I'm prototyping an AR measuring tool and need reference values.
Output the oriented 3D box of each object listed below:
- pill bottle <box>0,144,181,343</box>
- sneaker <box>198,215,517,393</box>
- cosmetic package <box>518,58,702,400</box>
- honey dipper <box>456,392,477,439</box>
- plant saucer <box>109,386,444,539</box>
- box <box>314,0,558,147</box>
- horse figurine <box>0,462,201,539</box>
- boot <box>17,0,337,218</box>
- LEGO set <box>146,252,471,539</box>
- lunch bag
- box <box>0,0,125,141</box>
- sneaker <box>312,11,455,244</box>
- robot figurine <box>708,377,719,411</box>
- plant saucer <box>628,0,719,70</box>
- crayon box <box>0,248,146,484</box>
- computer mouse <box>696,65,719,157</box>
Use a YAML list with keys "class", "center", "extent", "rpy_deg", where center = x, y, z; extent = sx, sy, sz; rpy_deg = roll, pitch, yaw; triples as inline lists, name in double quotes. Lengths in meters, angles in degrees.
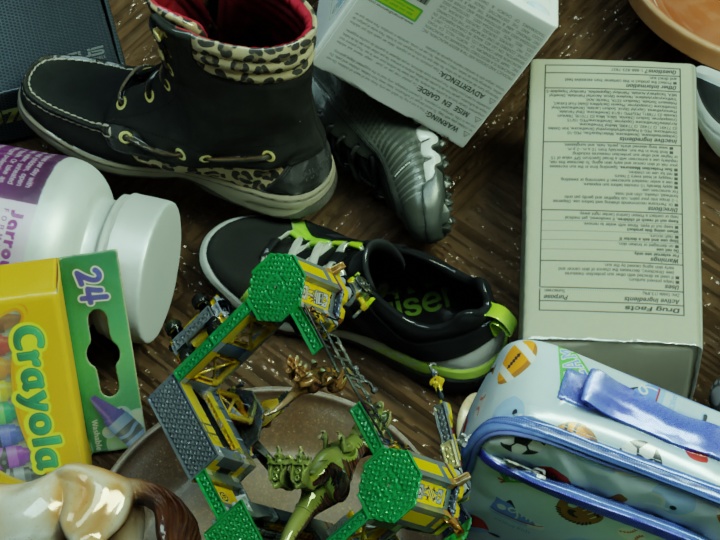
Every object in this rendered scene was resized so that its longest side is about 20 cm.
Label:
- class: "pill bottle"
  center: [-0.209, -0.016, 1.430]
  extent: [0.199, 0.113, 0.113]
  rpy_deg: [10, 56, 10]
- class: "sneaker"
  center: [0.000, 0.000, 1.427]
  extent: [0.199, 0.083, 0.072]
  rpy_deg: [19, 58, 15]
- class: "cosmetic package"
  center: [0.142, -0.018, 1.430]
  extent: [0.103, 0.087, 0.201]
  rpy_deg: [4, 54, 3]
- class: "honey dipper"
  center: [0.145, 0.093, 1.340]
  extent: [0.199, 0.038, 0.038]
  rpy_deg: [5, 52, 33]
- class: "plant saucer"
  center: [-0.050, 0.156, 1.349]
  extent: [0.199, 0.037, 0.201]
  rpy_deg: [-1, 56, 2]
- class: "box"
  center: [0.047, -0.187, 1.489]
  extent: [0.112, 0.101, 0.201]
  rpy_deg: [28, 35, -16]
- class: "horse figurine"
  center: [-0.170, 0.147, 1.313]
  extent: [0.199, 0.050, 0.133]
  rpy_deg: [-8, 60, 3]
- class: "boot"
  center: [-0.107, -0.114, 1.424]
  extent: [0.199, 0.151, 0.073]
  rpy_deg: [21, 57, 13]
- class: "LEGO set"
  center: [-0.012, 0.097, 1.286]
  extent: [0.154, 0.116, 0.200]
  rpy_deg: [-50, 54, 14]
- class: "lunch bag"
  center: [0.137, 0.116, 1.280]
  extent: [0.199, 0.161, 0.076]
  rpy_deg: [20, 58, 0]
- class: "box"
  center: [-0.256, -0.150, 1.563]
  extent: [0.199, 0.051, 0.158]
  rpy_deg: [-13, 55, -7]
- class: "sneaker"
  center: [-0.003, -0.086, 1.501]
  extent: [0.090, 0.067, 0.201]
  rpy_deg: [-16, 52, -5]
- class: "robot figurine"
  center: [0.278, 0.059, 1.351]
  extent: [0.124, 0.150, 0.201]
  rpy_deg: [10, 50, -24]
- class: "plant saucer"
  center: [0.259, -0.177, 1.548]
  extent: [0.199, 0.032, 0.201]
  rpy_deg: [3, 43, -3]
- class: "crayon box"
  center: [-0.222, 0.066, 1.361]
  extent: [0.199, 0.126, 0.052]
  rpy_deg: [-8, 24, -3]
- class: "computer mouse"
  center: [0.267, -0.059, 1.463]
  extent: [0.200, 0.110, 0.044]
  rpy_deg: [31, 90, 34]
